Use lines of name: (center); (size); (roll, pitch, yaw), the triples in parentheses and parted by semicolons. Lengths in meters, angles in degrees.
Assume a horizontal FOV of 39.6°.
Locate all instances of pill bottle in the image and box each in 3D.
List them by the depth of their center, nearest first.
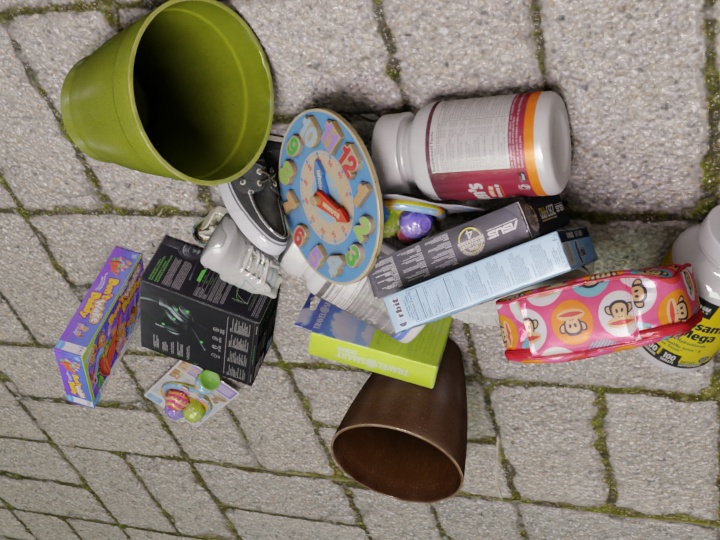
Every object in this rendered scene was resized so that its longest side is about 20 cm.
pill bottle: (0.120, -0.132, 1.087); (0.199, 0.110, 0.110); (-1, 136, 26)
pill bottle: (0.389, 0.020, 1.134); (0.112, 0.113, 0.201); (19, 141, 3)
pill bottle: (0.000, 0.000, 1.291); (0.199, 0.114, 0.114); (29, 141, -9)

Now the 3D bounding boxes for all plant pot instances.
plant pot: (-0.235, -0.194, 1.137); (0.192, 0.201, 0.201); (1, 139, 42)
plant pot: (0.077, 0.189, 1.403); (0.186, 0.201, 0.188); (13, 141, 11)

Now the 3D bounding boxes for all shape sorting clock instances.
shape sorting clock: (-0.039, -0.081, 1.123); (0.199, 0.039, 0.201); (20, 116, 48)

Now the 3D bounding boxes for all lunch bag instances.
lunch bag: (0.255, 0.040, 1.061); (0.199, 0.176, 0.083); (-11, 90, 27)

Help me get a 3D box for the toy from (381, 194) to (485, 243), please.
toy: (0.043, -0.057, 1.163); (0.114, 0.048, 0.200); (6, -179, -26)

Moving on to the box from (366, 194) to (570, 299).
box: (0.123, -0.031, 1.140); (0.199, 0.161, 0.049); (-22, 86, 27)

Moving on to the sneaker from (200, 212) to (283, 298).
sneaker: (-0.138, -0.014, 1.218); (0.080, 0.071, 0.200); (28, 173, 10)

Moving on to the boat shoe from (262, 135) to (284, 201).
boat shoe: (-0.101, -0.121, 1.237); (0.199, 0.068, 0.072); (5, 140, 22)

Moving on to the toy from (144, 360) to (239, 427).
toy: (-0.301, 0.227, 1.731); (0.115, 0.047, 0.200); (35, 139, -13)

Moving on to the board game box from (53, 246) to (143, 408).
board game box: (-0.383, 0.084, 1.496); (0.044, 0.201, 0.135); (15, 141, 7)

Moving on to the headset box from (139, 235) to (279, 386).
headset box: (-0.231, 0.060, 1.483); (0.199, 0.093, 0.175); (19, 141, 4)

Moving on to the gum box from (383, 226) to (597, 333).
gum box: (0.146, 0.009, 1.092); (0.199, 0.170, 0.045); (-21, 86, 22)

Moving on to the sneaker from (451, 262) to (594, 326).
sneaker: (0.187, 0.010, 1.222); (0.199, 0.081, 0.077); (-8, 131, 21)

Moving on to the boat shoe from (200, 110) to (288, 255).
boat shoe: (-0.131, -0.112, 1.185); (0.057, 0.201, 0.068); (-40, 155, 27)

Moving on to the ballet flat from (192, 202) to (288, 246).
ballet flat: (-0.153, -0.067, 1.310); (0.199, 0.075, 0.074); (-24, 123, 42)

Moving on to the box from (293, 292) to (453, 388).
box: (0.018, 0.082, 1.366); (0.199, 0.122, 0.048); (15, 128, 7)
